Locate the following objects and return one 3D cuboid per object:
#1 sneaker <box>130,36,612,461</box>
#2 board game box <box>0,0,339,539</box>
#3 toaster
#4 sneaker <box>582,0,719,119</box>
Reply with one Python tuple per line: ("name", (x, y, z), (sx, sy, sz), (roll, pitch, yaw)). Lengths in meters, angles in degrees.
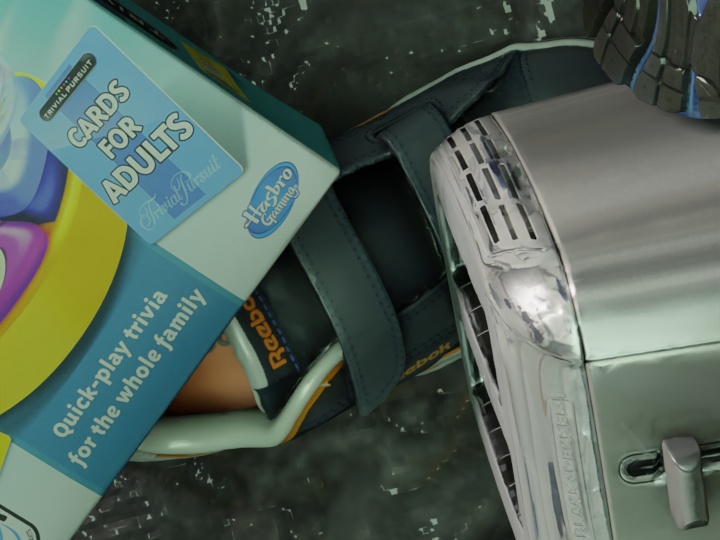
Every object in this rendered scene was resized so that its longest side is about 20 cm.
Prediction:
("sneaker", (0.000, 0.000, 0.787), (0.200, 0.079, 0.079), (-30, 90, 8))
("board game box", (-0.130, -0.025, 0.707), (0.200, 0.047, 0.151), (34, 100, -17))
("toaster", (0.092, 0.008, 0.702), (0.129, 0.200, 0.114), (-11, 112, -2))
("sneaker", (0.102, -0.107, 0.713), (0.078, 0.200, 0.076), (10, 130, -6))
